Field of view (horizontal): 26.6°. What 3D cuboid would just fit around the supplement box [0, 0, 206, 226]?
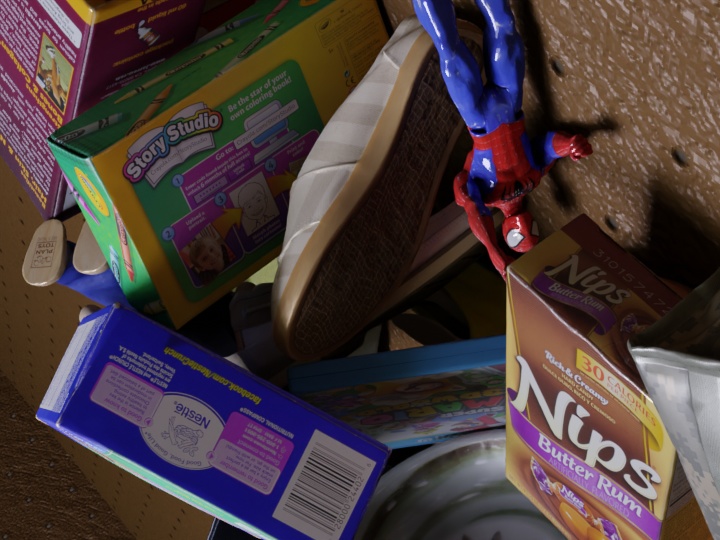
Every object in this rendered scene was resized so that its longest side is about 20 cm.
[{"bbox_3d":[-0.166,-0.136,0.894,0.111,0.085,0.200,51,147,17],"label":"supplement box"}]

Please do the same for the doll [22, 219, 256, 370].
[{"bbox_3d":[-0.131,0.024,0.989,0.135,0.049,0.200,-11,151,28],"label":"doll"}]

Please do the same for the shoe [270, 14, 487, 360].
[{"bbox_3d":[0.004,-0.046,0.816,0.070,0.201,0.053,21,-170,-45],"label":"shoe"}]

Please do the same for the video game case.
[{"bbox_3d":[0.041,0.077,0.910,0.200,0.142,0.018,69,-167,-72],"label":"video game case"}]

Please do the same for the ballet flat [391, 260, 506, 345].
[{"bbox_3d":[0.035,0.006,0.967,0.200,0.067,0.067,37,150,43],"label":"ballet flat"}]

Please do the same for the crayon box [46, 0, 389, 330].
[{"bbox_3d":[-0.065,-0.073,0.875,0.058,0.199,0.119,26,146,51],"label":"crayon box"}]

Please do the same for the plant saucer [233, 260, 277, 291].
[{"bbox_3d":[-0.057,0.008,1.079,0.201,0.047,0.201,116,145,-46],"label":"plant saucer"}]

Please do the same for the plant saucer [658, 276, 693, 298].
[{"bbox_3d":[0.175,0.079,0.798,0.200,0.037,0.201,46,158,25],"label":"plant saucer"}]

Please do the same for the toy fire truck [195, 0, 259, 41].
[{"bbox_3d":[-0.101,-0.102,1.005,0.201,0.128,0.176,62,160,-7],"label":"toy fire truck"}]

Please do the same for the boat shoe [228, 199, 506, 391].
[{"bbox_3d":[0.000,0.000,0.896,0.069,0.199,0.075,59,-157,9],"label":"boat shoe"}]

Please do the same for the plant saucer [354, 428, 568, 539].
[{"bbox_3d":[0.074,0.181,0.911,0.200,0.200,0.050,30,151,51],"label":"plant saucer"}]

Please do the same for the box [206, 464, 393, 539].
[{"bbox_3d":[-0.026,0.233,1.273,0.199,0.125,0.197,21,156,-1],"label":"box"}]

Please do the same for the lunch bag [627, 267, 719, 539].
[{"bbox_3d":[0.223,0.080,0.573,0.199,0.117,0.165,8,130,57],"label":"lunch bag"}]

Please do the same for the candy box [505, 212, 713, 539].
[{"bbox_3d":[0.129,0.078,0.771,0.117,0.056,0.201,44,156,31],"label":"candy box"}]

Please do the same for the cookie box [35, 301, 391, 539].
[{"bbox_3d":[-0.093,0.093,0.872,0.170,0.076,0.200,30,169,-11],"label":"cookie box"}]

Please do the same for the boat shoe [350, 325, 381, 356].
[{"bbox_3d":[-0.026,0.051,1.181,0.071,0.070,0.201,43,158,30],"label":"boat shoe"}]

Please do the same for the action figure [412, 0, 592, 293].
[{"bbox_3d":[0.071,-0.075,0.740,0.099,0.065,0.201,-120,10,-49],"label":"action figure"}]
